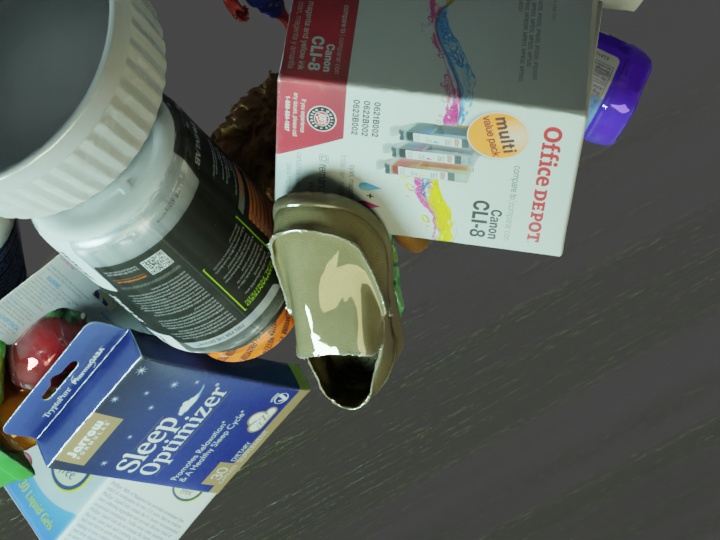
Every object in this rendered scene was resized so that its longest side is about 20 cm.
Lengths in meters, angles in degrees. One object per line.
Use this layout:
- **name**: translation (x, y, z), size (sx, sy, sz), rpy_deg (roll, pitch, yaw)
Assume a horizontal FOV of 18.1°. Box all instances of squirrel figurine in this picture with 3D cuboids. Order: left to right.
- **squirrel figurine**: translation (-0.071, -0.068, 1.687), size (0.185, 0.143, 0.200), rpy_deg (-21, 156, 23)

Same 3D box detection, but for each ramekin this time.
- **ramekin**: translation (-0.214, -0.127, 1.401), size (0.199, 0.201, 0.105), rpy_deg (-29, 154, 13)

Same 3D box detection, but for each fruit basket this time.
- **fruit basket**: translation (-0.250, 0.069, 1.615), size (0.200, 0.094, 0.185), rpy_deg (-43, 153, -2)

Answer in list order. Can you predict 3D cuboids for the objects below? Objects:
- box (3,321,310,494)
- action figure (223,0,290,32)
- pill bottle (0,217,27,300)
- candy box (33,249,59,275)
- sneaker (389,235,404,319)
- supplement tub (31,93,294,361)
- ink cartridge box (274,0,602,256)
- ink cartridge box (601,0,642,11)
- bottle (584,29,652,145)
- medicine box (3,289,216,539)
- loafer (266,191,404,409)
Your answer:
- **box**: translation (-0.144, 0.101, 1.607), size (0.199, 0.033, 0.121), rpy_deg (15, 126, -43)
- **action figure**: translation (-0.067, -0.203, 1.536), size (0.065, 0.052, 0.200), rpy_deg (-26, 149, 16)
- **pill bottle**: translation (-0.297, -0.024, 1.604), size (0.110, 0.112, 0.201), rpy_deg (-15, 151, -12)
- **candy box**: translation (-0.252, 0.030, 1.745), size (0.026, 0.103, 0.200), rpy_deg (37, 124, -12)
- **sneaker**: translation (0.000, 0.000, 1.605), size (0.073, 0.084, 0.201), rpy_deg (-19, 141, -2)
- **supplement tub**: translation (-0.122, -0.024, 1.505), size (0.122, 0.123, 0.200), rpy_deg (-29, 141, 12)
- **ink cartridge box**: translation (0.051, -0.118, 1.479), size (0.198, 0.146, 0.146), rpy_deg (7, 142, 2)
- **ink cartridge box**: translation (0.136, -0.259, 1.542), size (0.199, 0.084, 0.145), rpy_deg (-1, 144, -34)
- **bottle**: translation (0.106, -0.159, 1.604), size (0.199, 0.066, 0.084), rpy_deg (25, 158, 0)
- **medicine box**: translation (-0.185, 0.109, 1.762), size (0.200, 0.182, 0.103), rpy_deg (-50, 134, 5)
- **loafer**: translation (-0.012, 0.023, 1.503), size (0.075, 0.068, 0.201), rpy_deg (-3, 144, 17)
